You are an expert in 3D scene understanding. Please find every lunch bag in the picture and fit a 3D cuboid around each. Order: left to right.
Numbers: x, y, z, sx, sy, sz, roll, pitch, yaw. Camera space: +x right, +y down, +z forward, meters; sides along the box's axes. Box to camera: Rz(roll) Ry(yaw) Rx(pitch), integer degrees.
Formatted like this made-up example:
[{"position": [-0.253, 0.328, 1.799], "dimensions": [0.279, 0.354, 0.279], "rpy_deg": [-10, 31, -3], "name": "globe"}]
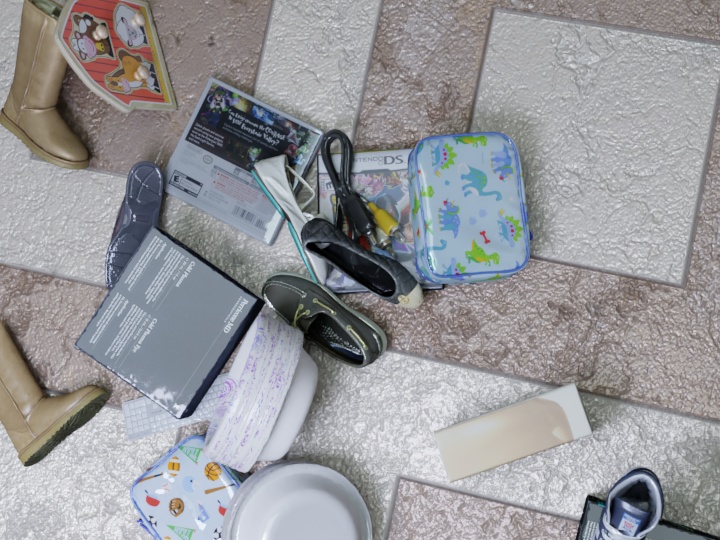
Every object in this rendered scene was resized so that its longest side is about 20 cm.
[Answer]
[{"position": [-0.224, 0.336, 1.621], "dimensions": [0.160, 0.076, 0.201], "rpy_deg": [-40, 79, 7], "name": "lunch bag"}, {"position": [0.149, -0.083, 1.581], "dimensions": [0.158, 0.082, 0.204], "rpy_deg": [-6, 83, -8], "name": "lunch bag"}]

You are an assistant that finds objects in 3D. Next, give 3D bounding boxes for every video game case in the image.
[{"position": [-0.174, -0.161, 1.697], "dimensions": [0.198, 0.023, 0.184], "rpy_deg": [27, 89, 14], "name": "video game case"}, {"position": [0.027, -0.070, 1.644], "dimensions": [0.178, 0.025, 0.204], "rpy_deg": [-3, 83, 11], "name": "video game case"}]

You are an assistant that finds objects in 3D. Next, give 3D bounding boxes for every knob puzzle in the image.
[{"position": [-0.353, -0.323, 1.664], "dimensions": [0.030, 0.218, 0.223], "rpy_deg": [-23, 79, 34], "name": "knob puzzle"}]

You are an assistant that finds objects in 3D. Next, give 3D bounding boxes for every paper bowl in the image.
[{"position": [-0.127, 0.171, 1.548], "dimensions": [0.103, 0.201, 0.203], "rpy_deg": [24, 88, -10], "name": "paper bowl"}, {"position": [-0.080, 0.356, 1.535], "dimensions": [0.197, 0.104, 0.204], "rpy_deg": [2, 85, -17], "name": "paper bowl"}]

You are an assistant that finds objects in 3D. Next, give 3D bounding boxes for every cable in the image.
[{"position": [-0.014, -0.097, 1.633], "dimensions": [0.097, 0.050, 0.202], "rpy_deg": [-35, 66, 23], "name": "cable"}]

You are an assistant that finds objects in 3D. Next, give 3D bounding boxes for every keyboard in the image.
[{"position": [-0.250, 0.194, 1.675], "dimensions": [0.197, 0.011, 0.057], "rpy_deg": [-16, 81, 8], "name": "keyboard"}]

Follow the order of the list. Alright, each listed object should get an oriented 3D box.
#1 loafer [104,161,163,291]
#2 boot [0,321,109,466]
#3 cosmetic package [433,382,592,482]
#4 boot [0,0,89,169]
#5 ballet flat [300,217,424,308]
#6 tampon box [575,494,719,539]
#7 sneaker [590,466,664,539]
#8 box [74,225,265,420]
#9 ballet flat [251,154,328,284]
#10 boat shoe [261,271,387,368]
[{"position": [-0.330, -0.061, 1.703], "dimensions": [0.071, 0.063, 0.203], "rpy_deg": [12, 95, -16], "name": "loafer"}, {"position": [-0.487, 0.159, 1.698], "dimensions": [0.174, 0.066, 0.201], "rpy_deg": [-38, 77, 4], "name": "boot"}, {"position": [0.204, 0.215, 1.537], "dimensions": [0.197, 0.105, 0.072], "rpy_deg": [-21, 80, 9], "name": "cosmetic package"}, {"position": [-0.446, -0.271, 1.691], "dimensions": [0.174, 0.066, 0.202], "rpy_deg": [32, 118, 12], "name": "boot"}, {"position": [0.000, 0.000, 1.576], "dimensions": [0.198, 0.057, 0.067], "rpy_deg": [32, 129, -13], "name": "ballet flat"}, {"position": [0.366, 0.377, 1.461], "dimensions": [0.197, 0.150, 0.128], "rpy_deg": [15, 85, 13], "name": "tampon box"}, {"position": [0.300, 0.323, 1.348], "dimensions": [0.069, 0.109, 0.203], "rpy_deg": [20, 83, 14], "name": "sneaker"}, {"position": [-0.264, 0.075, 1.627], "dimensions": [0.181, 0.104, 0.201], "rpy_deg": [34, 88, 4], "name": "box"}, {"position": [-0.083, -0.079, 1.628], "dimensions": [0.069, 0.069, 0.202], "rpy_deg": [-32, 76, 6], "name": "ballet flat"}, {"position": [-0.058, 0.068, 1.617], "dimensions": [0.200, 0.060, 0.073], "rpy_deg": [31, 119, 13], "name": "boat shoe"}]
